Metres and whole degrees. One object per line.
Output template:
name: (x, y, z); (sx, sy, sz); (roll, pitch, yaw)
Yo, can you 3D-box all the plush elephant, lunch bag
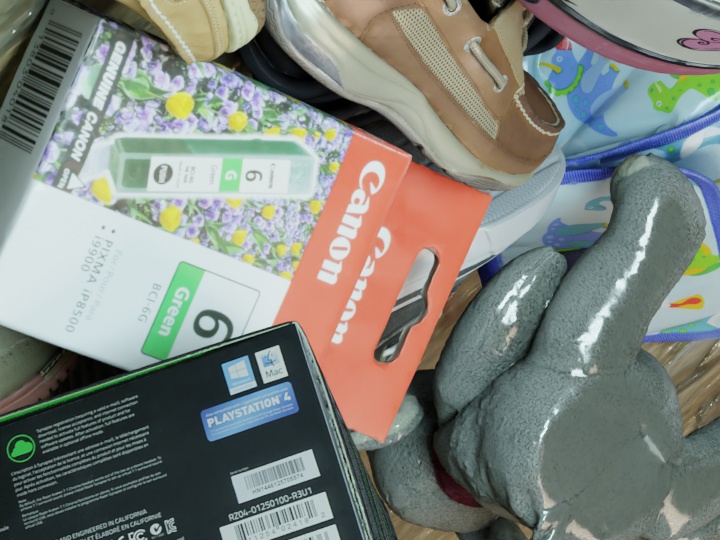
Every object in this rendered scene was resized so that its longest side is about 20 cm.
plush elephant: (0.068, 0.065, 1.244); (0.200, 0.155, 0.165); (-47, 119, -16)
lunch bag: (0.134, -0.055, 1.304); (0.200, 0.128, 0.170); (-33, 149, -4)

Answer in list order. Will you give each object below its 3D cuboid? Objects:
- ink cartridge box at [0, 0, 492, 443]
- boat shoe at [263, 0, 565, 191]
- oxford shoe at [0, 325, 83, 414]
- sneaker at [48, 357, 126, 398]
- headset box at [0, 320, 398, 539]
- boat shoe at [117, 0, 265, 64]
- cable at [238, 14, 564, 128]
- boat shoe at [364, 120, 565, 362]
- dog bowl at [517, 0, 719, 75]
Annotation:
ink cartridge box: (-0.039, -0.008, 1.040); (0.200, 0.050, 0.109); (22, 93, -32)
boat shoe: (0.031, -0.085, 1.047); (0.072, 0.076, 0.200); (-42, 153, 11)
oxford shoe: (-0.122, -0.007, 1.069); (0.200, 0.071, 0.074); (-39, 132, -10)
sneaker: (-0.101, 0.059, 1.189); (0.201, 0.073, 0.114); (-50, 159, 16)
headset box: (-0.072, 0.119, 1.027); (0.174, 0.093, 0.200); (-19, 155, 2)
boat shoe: (-0.092, -0.116, 0.901); (0.076, 0.072, 0.200); (-43, 145, -8)
cable: (0.033, -0.109, 1.134); (0.163, 0.051, 0.200); (-40, 158, 0)
boat shoe: (0.000, 0.000, 1.167); (0.200, 0.072, 0.071); (-30, 148, -35)
dog bowl: (0.110, -0.156, 1.016); (0.200, 0.200, 0.074); (-26, 170, -34)
